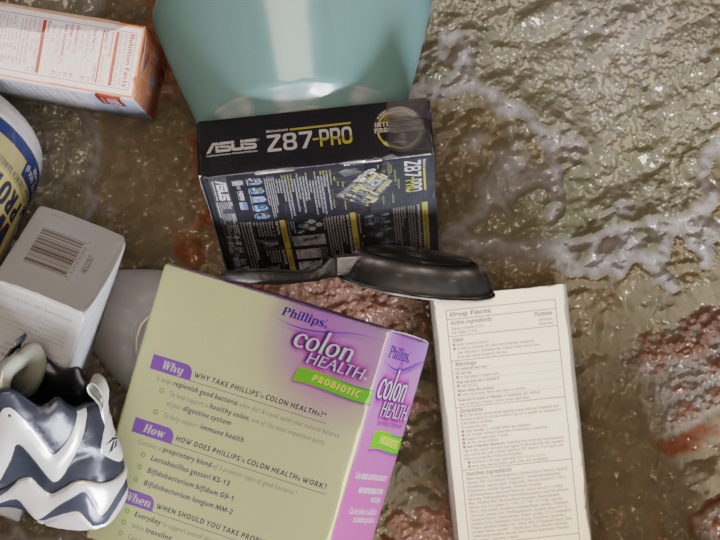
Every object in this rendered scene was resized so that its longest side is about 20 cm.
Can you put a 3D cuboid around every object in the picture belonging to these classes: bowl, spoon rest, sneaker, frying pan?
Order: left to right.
[{"bbox_3d":[-0.253,0.097,1.488,0.197,0.080,0.131,8,116,11],"label":"sneaker"},{"bbox_3d":[-0.184,0.029,1.645,0.199,0.061,0.100,28,90,-12],"label":"spoon rest"},{"bbox_3d":[-0.043,-0.138,1.555,0.199,0.201,0.106,-7,71,1],"label":"bowl"},{"bbox_3d":[0.002,-0.002,1.566,0.188,0.115,0.031,9,99,3],"label":"frying pan"}]

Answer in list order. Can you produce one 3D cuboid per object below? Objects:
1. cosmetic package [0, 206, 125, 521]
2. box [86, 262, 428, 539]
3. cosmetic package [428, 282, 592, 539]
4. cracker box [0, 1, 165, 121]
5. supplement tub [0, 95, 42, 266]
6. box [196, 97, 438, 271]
[{"bbox_3d":[-0.232,0.067,1.570,0.074,0.102,0.201,21,126,1],"label":"cosmetic package"},{"bbox_3d":[-0.071,0.117,1.553,0.175,0.097,0.202,15,89,19],"label":"box"},{"bbox_3d":[0.109,0.113,1.621,0.103,0.073,0.202,-5,88,1],"label":"cosmetic package"},{"bbox_3d":[-0.246,-0.157,1.604,0.198,0.134,0.058,10,88,1],"label":"cracker box"},{"bbox_3d":[-0.315,-0.025,1.530,0.143,0.145,0.201,18,59,1],"label":"supplement tub"},{"bbox_3d":[-0.026,-0.053,1.564,0.160,0.200,0.049,-4,69,2],"label":"box"}]
